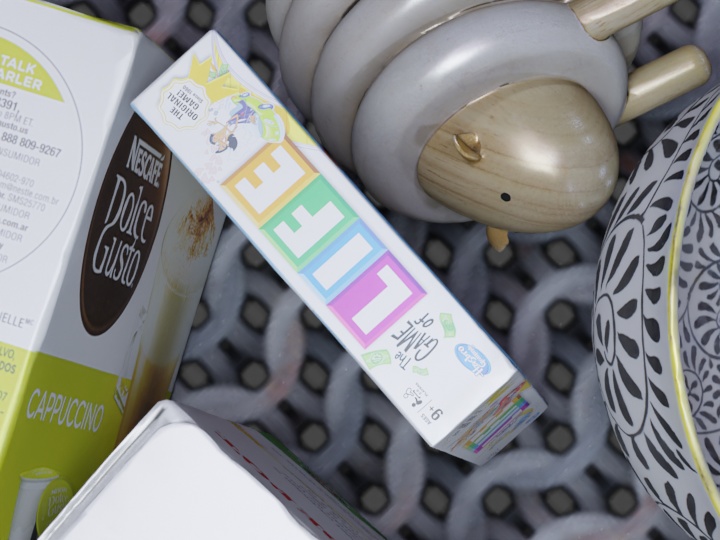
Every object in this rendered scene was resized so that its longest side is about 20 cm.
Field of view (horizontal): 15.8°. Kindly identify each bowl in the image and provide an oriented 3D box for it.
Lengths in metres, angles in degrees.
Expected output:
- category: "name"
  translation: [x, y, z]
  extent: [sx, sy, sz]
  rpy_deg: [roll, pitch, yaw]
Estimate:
- category: "bowl"
  translation: [0.138, 0.017, 0.855]
  extent: [0.094, 0.201, 0.201]
  rpy_deg: [-3, 81, 50]

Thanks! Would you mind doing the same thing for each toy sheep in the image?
- category: "toy sheep"
  translation: [0.032, -0.093, 0.881]
  extent: [0.138, 0.138, 0.200]
  rpy_deg: [-27, 54, 3]

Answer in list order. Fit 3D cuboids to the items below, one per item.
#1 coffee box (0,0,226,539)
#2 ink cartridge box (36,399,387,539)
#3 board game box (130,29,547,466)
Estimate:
- category: "coffee box"
  translation: [-0.171, 0.001, 0.855]
  extent: [0.200, 0.200, 0.198]
  rpy_deg: [17, 86, 8]
- category: "ink cartridge box"
  translation: [-0.019, 0.123, 0.825]
  extent: [0.145, 0.200, 0.084]
  rpy_deg: [42, 90, 9]
- category: "board game box"
  translation: [0.000, 0.000, 0.836]
  extent: [0.034, 0.200, 0.134]
  rpy_deg: [-42, 81, 1]
